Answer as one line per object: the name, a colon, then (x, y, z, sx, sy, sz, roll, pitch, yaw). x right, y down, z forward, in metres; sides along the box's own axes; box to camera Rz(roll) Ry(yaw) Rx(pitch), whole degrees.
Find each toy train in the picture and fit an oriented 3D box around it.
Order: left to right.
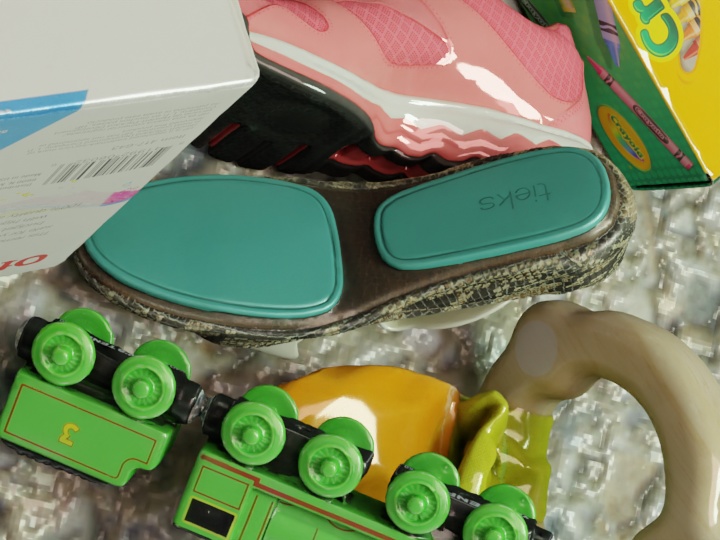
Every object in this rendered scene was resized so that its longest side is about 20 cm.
toy train: (-0.031, 0.072, 0.987, 0.200, 0.042, 0.056, 23, 101, 4)

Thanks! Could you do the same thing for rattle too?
rattle: (0.082, 0.090, 1.005, 0.130, 0.200, 0.143, -51, 141, 10)

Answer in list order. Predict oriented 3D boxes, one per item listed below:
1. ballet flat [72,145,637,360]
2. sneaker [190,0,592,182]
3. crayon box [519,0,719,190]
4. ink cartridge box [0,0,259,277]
ballet flat: (0.000, 0.000, 1.031, 0.200, 0.075, 0.068, -7, 59, 0)
sneaker: (0.002, -0.079, 1.058, 0.200, 0.074, 0.087, 18, 64, -31)
crayon box: (0.111, -0.146, 1.117, 0.119, 0.058, 0.200, -40, 108, -25)
ink cartridge box: (-0.142, -0.071, 0.900, 0.128, 0.200, 0.125, -10, 77, -30)
